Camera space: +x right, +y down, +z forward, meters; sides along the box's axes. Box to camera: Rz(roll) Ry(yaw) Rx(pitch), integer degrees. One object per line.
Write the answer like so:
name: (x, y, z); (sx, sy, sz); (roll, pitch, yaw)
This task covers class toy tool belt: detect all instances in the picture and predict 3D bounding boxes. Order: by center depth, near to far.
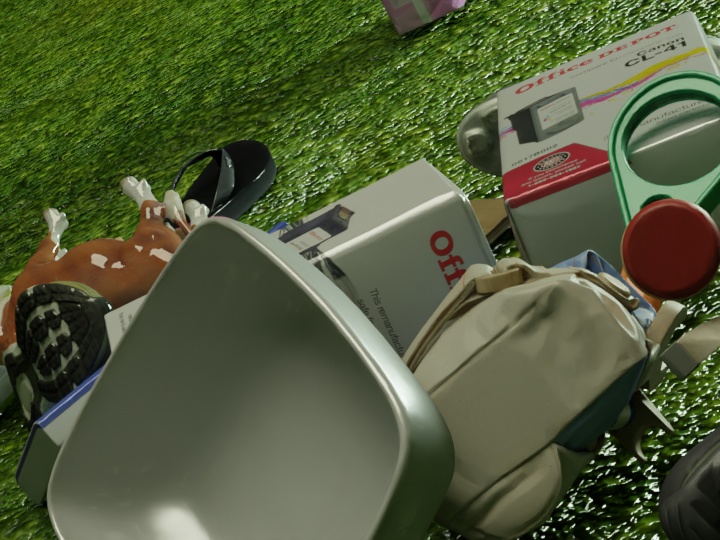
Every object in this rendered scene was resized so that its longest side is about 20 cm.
toy tool belt: (0.102, 0.043, 1.042); (0.200, 0.125, 0.123); (-45, -11, 10)

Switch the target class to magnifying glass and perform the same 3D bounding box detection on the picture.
magnifying glass: (0.162, -0.023, 1.156); (0.079, 0.022, 0.201); (5, 60, 26)

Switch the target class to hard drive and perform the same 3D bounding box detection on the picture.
hard drive: (-0.125, 0.058, 1.311); (0.200, 0.025, 0.132); (-41, -6, -24)

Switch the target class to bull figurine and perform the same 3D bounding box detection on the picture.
bull figurine: (-0.190, 0.008, 1.443); (0.199, 0.065, 0.122); (-14, 45, 16)

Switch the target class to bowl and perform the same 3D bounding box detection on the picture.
bowl: (-0.044, 0.098, 1.002); (0.200, 0.074, 0.200); (47, 114, 40)

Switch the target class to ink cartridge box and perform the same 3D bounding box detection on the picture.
ink cartridge box: (-0.015, 0.052, 1.130); (0.199, 0.145, 0.084); (-26, 19, -2)
ink cartridge box: (0.164, -0.070, 1.303); (0.147, 0.086, 0.200); (-22, 23, 11)

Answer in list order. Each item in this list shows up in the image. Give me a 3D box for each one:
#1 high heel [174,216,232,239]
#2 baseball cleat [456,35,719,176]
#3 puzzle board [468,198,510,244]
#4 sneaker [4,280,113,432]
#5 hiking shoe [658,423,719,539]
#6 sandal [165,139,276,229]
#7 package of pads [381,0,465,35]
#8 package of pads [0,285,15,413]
high heel: (-0.170, 0.011, 1.556); (0.199, 0.068, 0.096); (-30, -12, 26)
baseball cleat: (0.165, -0.114, 1.455); (0.199, 0.070, 0.107); (-12, 16, 8)
puzzle board: (0.000, 0.000, 1.424); (0.199, 0.017, 0.151); (-1, 33, 49)
sneaker: (-0.170, 0.047, 1.351); (0.088, 0.077, 0.200); (-21, -10, -23)
hiking shoe: (0.196, 0.075, 0.956); (0.199, 0.076, 0.100); (-27, 10, -31)
sandal: (-0.122, -0.059, 1.665); (0.076, 0.043, 0.200); (-15, 23, 25)
package of pads: (0.029, -0.323, 1.907); (0.075, 0.201, 0.121); (-23, 17, 21)
package of pads: (-0.326, 0.095, 1.493); (0.154, 0.068, 0.200); (-9, 30, 38)
